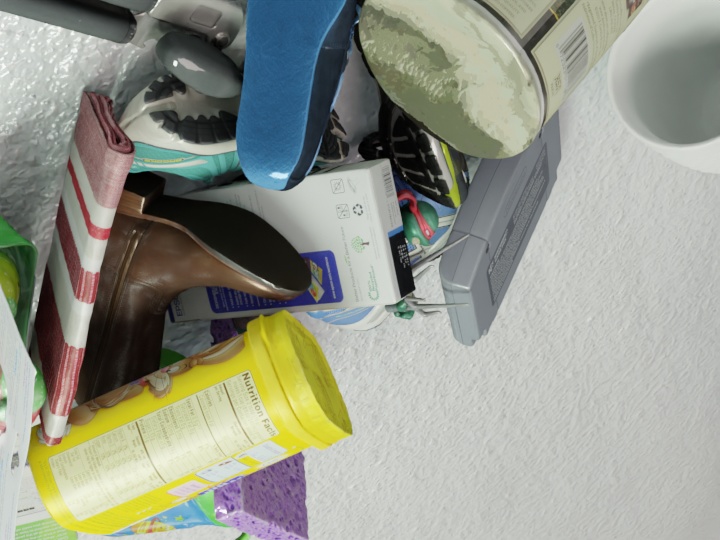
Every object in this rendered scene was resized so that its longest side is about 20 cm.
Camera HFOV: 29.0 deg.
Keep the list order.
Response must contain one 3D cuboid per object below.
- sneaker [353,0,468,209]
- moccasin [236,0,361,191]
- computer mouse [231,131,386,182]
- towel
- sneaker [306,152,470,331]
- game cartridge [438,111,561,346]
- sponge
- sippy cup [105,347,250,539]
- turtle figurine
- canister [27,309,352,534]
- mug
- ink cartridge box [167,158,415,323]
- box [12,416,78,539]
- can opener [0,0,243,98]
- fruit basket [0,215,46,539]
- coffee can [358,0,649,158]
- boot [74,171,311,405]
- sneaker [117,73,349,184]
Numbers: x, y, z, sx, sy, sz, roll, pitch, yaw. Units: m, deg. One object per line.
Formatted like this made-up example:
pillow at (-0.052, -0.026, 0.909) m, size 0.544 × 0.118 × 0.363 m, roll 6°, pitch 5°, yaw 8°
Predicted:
sneaker at (0.057, -0.138, 1.051) m, size 0.081 × 0.074 × 0.201 m, roll -31°, pitch 125°, yaw -25°
moccasin at (-0.045, -0.154, 0.947) m, size 0.068 × 0.080 × 0.201 m, roll 20°, pitch 88°, yaw -76°
computer mouse at (-0.022, -0.081, 1.090) m, size 0.200 × 0.059 × 0.034 m, roll -26°, pitch 134°, yaw -22°
towel at (-0.184, -0.005, 0.911) m, size 0.023 × 0.144 × 0.201 m, roll 10°, pitch 108°, yaw -20°
sneaker at (0.022, -0.027, 1.167) m, size 0.077 × 0.076 × 0.200 m, roll 2°, pitch 126°, yaw -49°
game cartridge at (0.120, -0.049, 1.186) m, size 0.133 × 0.040 × 0.200 m, roll 78°, pitch 35°, yaw -61°
sponge at (-0.082, 0.117, 1.136) m, size 0.030 × 0.201 × 0.112 m, roll -16°, pitch 151°, yaw 22°
sippy cup at (-0.165, 0.158, 1.142) m, size 0.130 × 0.178 × 0.140 m, roll -18°, pitch 164°, yaw 14°
turtle figurine at (0.000, 0.000, 1.093) m, size 0.200 × 0.101 × 0.150 m, roll -24°, pitch 160°, yaw 15°
canister at (-0.119, 0.113, 0.989) m, size 0.199 × 0.087 × 0.149 m, roll -24°, pitch 164°, yaw 4°
mug at (0.333, -0.140, 1.226) m, size 0.148 × 0.200 × 0.175 m, roll -46°, pitch 151°, yaw 17°
ink cartridge box at (-0.062, -0.019, 1.012) m, size 0.039 × 0.199 × 0.100 m, roll -31°, pitch 113°, yaw -58°
box at (-0.306, 0.161, 1.080) m, size 0.144 × 0.036 × 0.200 m, roll -12°, pitch 137°, yaw -11°
can opener at (-0.148, -0.163, 0.881) m, size 0.200 × 0.067 × 0.053 m, roll 13°, pitch 126°, yaw -46°
fruit basket at (-0.243, 0.060, 0.915) m, size 0.094 × 0.200 × 0.186 m, roll -12°, pitch 135°, yaw -32°
coffee can at (0.115, -0.196, 0.958) m, size 0.200 × 0.146 × 0.147 m, roll -48°, pitch 150°, yaw -25°
boot at (-0.140, 0.040, 1.019) m, size 0.064 × 0.186 × 0.200 m, roll -37°, pitch 152°, yaw -56°
sneaker at (-0.093, -0.102, 1.006) m, size 0.200 × 0.078 × 0.080 m, roll -2°, pitch 155°, yaw -43°
